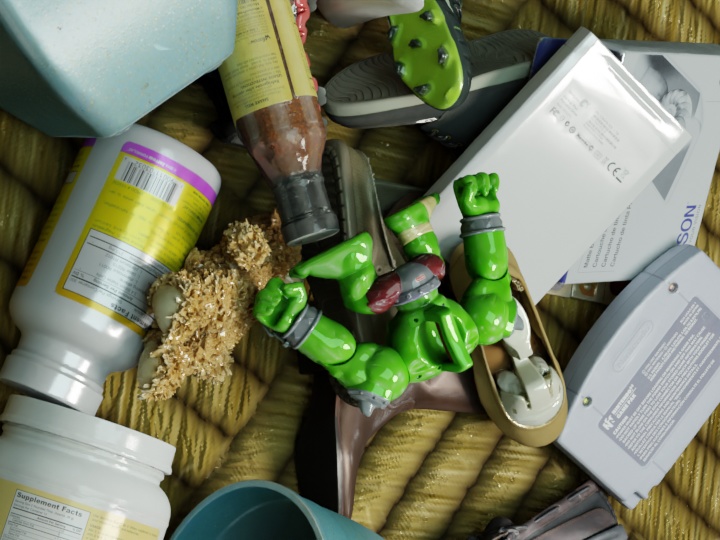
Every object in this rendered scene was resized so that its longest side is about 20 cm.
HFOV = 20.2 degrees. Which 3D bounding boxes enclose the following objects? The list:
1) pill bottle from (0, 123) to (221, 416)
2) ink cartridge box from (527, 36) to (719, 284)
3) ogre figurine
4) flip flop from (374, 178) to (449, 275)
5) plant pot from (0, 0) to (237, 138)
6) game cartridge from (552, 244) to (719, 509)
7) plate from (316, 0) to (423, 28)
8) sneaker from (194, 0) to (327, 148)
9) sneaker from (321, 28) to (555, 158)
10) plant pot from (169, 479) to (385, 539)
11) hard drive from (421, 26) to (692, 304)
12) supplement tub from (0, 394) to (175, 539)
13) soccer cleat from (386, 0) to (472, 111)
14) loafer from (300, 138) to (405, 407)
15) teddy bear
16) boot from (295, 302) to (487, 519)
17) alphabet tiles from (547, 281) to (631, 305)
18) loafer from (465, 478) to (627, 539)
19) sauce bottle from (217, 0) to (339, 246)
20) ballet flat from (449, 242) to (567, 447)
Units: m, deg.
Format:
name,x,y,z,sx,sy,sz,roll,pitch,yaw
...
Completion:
name,x,y,z,sx,sy,sz,roll,pitch,yaw
pill bottle,-0.183,0.001,1.435,0.104,0.104,0.200,30,76,-25
ink cartridge box,0.206,-0.086,1.618,0.200,0.041,0.200,-3,114,-37
ogre figurine,0.032,0.022,1.430,0.200,0.098,0.120,-29,92,-39
flip flop,0.045,-0.028,1.582,0.200,0.058,0.081,8,86,-26
plant pot,-0.199,-0.202,1.388,0.196,0.196,0.200,-37,112,-23
game cartridge,0.241,0.083,1.665,0.200,0.041,0.133,-52,124,-7
plate,-0.022,-0.277,1.474,0.032,0.200,0.200,-16,98,-18
sneaker,-0.084,-0.182,1.508,0.098,0.071,0.201,-7,94,-30
sneaker,0.065,-0.115,1.574,0.200,0.075,0.106,-13,126,-20
plant pot,-0.027,0.270,1.475,0.188,0.200,0.200,22,79,-41
hard drive,0.145,-0.071,1.553,0.200,0.027,0.132,-47,119,3
supplement tub,-0.216,0.199,1.391,0.145,0.145,0.200,22,79,-26
soccer cleat,0.051,-0.193,1.531,0.081,0.200,0.068,9,129,-35
loafer,0.000,0.000,1.510,0.067,0.076,0.200,-10,94,-37
teddy bear,-0.095,0.024,1.441,0.067,0.200,0.145,22,104,15
boot,0.049,0.114,1.586,0.200,0.064,0.187,0,91,-33
alphabet tiles,0.203,-0.073,1.697,0.166,0.006,0.200,11,84,-28
loafer,0.125,0.220,1.626,0.200,0.072,0.063,-13,76,-34
sauce bottle,-0.062,-0.117,1.434,0.066,0.066,0.200,-10,82,-28
ballet flat,0.117,0.068,1.551,0.069,0.063,0.200,-28,118,-6
